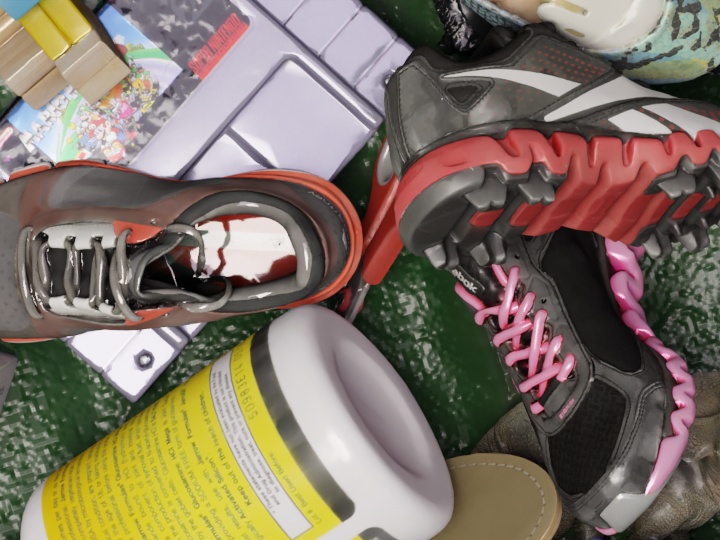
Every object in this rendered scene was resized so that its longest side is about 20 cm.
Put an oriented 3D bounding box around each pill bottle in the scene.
[{"bbox_3d":[-0.069,0.111,1.153,0.200,0.112,0.113,-34,93,15],"label":"pill bottle"}]

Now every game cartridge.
[{"bbox_3d":[-0.081,-0.058,1.199,0.130,0.038,0.200,41,90,-7],"label":"game cartridge"}]

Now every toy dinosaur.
[{"bbox_3d":[0.107,0.090,1.196,0.200,0.077,0.103,-2,91,29],"label":"toy dinosaur"}]

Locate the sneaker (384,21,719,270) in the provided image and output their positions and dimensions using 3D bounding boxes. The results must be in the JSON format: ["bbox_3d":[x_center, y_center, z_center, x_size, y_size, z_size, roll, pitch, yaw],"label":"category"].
[{"bbox_3d":[0.092,-0.057,1.115,0.200,0.071,0.098,-3,58,-33],"label":"sneaker"}]

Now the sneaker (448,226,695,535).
[{"bbox_3d":[0.076,0.023,1.129,0.095,0.200,0.079,23,125,-26],"label":"sneaker"}]

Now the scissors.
[{"bbox_3d":[0.000,0.000,1.198,0.014,0.073,0.200,15,122,-26],"label":"scissors"}]

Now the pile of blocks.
[{"bbox_3d":[-0.183,-0.142,1.154,0.062,0.082,0.200,-40,80,5],"label":"pile of blocks"}]

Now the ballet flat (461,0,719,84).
[{"bbox_3d":[0.064,-0.131,1.123,0.200,0.074,0.074,24,91,-1],"label":"ballet flat"}]

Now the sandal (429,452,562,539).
[{"bbox_3d":[0.012,0.153,1.191,0.211,0.078,0.070,-32,135,18],"label":"sandal"}]

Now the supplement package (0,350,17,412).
[{"bbox_3d":[-0.234,0.115,1.158,0.113,0.110,0.200,19,92,-2],"label":"supplement package"}]

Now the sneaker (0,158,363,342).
[{"bbox_3d":[-0.102,-0.008,1.140,0.199,0.082,0.077,-8,98,8],"label":"sneaker"}]

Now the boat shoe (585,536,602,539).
[{"bbox_3d":[0.061,0.194,1.142,0.072,0.200,0.072,-29,74,-42],"label":"boat shoe"}]

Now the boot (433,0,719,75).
[{"bbox_3d":[0.117,-0.172,1.187,0.162,0.073,0.199,6,90,4],"label":"boot"}]
